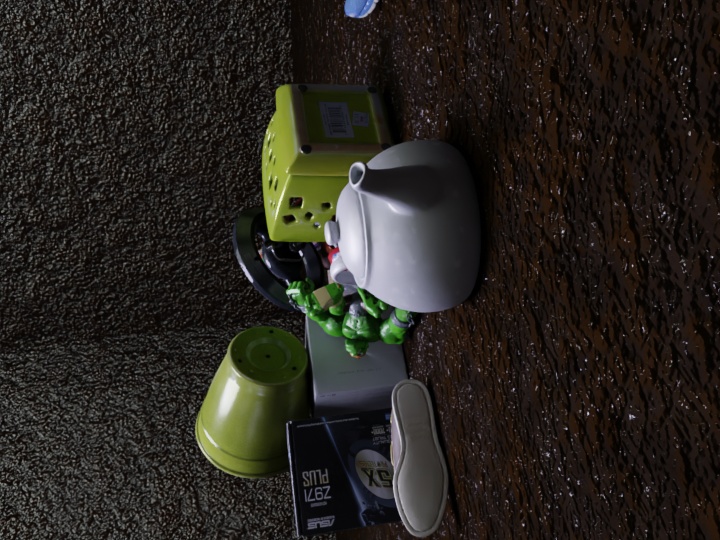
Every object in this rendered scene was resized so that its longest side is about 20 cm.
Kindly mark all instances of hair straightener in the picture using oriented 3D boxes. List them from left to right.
[{"bbox_3d":[-0.098,-0.069,1.080,0.200,0.077,0.041,-58,-11,-59],"label":"hair straightener"}]

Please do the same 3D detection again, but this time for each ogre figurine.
[{"bbox_3d":[-0.002,0.067,0.967,0.120,0.199,0.098,64,-161,-51],"label":"ogre figurine"}]

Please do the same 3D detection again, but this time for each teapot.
[{"bbox_3d":[0.034,-0.043,0.695,0.198,0.145,0.201,-114,20,-65],"label":"teapot"}]

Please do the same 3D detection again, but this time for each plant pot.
[{"bbox_3d":[-0.166,0.205,1.076,0.201,0.199,0.194,-105,25,-48],"label":"plant pot"},{"bbox_3d":[-0.047,-0.175,1.005,0.182,0.198,0.201,109,156,-56],"label":"plant pot"}]

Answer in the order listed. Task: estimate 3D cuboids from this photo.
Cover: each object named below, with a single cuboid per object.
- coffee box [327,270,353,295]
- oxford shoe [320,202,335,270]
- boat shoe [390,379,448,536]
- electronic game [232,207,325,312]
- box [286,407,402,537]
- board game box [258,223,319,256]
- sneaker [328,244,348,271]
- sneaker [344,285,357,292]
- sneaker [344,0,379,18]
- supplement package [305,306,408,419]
[{"bbox_3d":[-0.019,0.040,1.299,0.114,0.079,0.201,146,118,-80],"label":"coffee box"},{"bbox_3d":[-0.040,-0.089,1.173,0.073,0.071,0.201,119,170,-48],"label":"oxford shoe"},{"bbox_3d":[0.074,0.250,0.862,0.060,0.071,0.201,88,176,-61],"label":"boat shoe"},{"bbox_3d":[-0.134,-0.020,1.090,0.042,0.200,0.201,-35,48,29],"label":"electronic game"},{"bbox_3d":[-0.007,0.305,0.980,0.086,0.199,0.165,104,159,-67],"label":"box"},{"bbox_3d":[-0.103,-0.065,1.306,0.057,0.199,0.165,58,-176,-1],"label":"board game box"},{"bbox_3d":[0.013,-0.035,0.940,0.200,0.112,0.072,107,156,-68],"label":"sneaker"},{"bbox_3d":[0.000,0.000,1.148,0.200,0.080,0.074,106,157,-67],"label":"sneaker"},{"bbox_3d":[-0.011,-0.452,0.926,0.200,0.089,0.079,101,162,-62],"label":"sneaker"},{"bbox_3d":[-0.016,0.167,1.119,0.200,0.151,0.151,100,162,-61],"label":"supplement package"}]
